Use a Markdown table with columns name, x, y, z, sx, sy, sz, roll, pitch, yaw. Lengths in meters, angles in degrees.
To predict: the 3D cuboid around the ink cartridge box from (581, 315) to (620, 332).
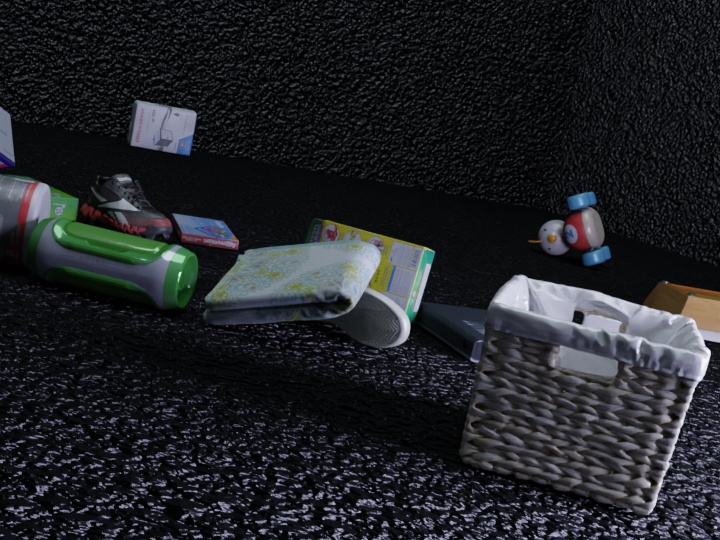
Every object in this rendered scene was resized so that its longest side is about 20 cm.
| name | x | y | z | sx | sy | sz | roll | pitch | yaw |
| --- | --- | --- | --- | --- | --- | --- | --- | --- | --- |
| ink cartridge box | 0.400 | 0.103 | 1.483 | 0.199 | 0.068 | 0.116 | 18 | 11 | 22 |

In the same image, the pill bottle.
| name | x | y | z | sx | sy | sz | roll | pitch | yaw |
| --- | --- | --- | --- | --- | --- | --- | --- | --- | --- |
| pill bottle | -0.514 | -0.074 | 1.268 | 0.199 | 0.115 | 0.114 | 10 | 10 | -9 |

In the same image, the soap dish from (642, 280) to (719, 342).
| name | x | y | z | sx | sy | sz | roll | pitch | yaw |
| --- | --- | --- | --- | --- | --- | --- | --- | --- | --- |
| soap dish | 0.666 | 0.082 | 1.871 | 0.199 | 0.082 | 0.157 | 9 | 10 | -9 |

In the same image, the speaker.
| name | x | y | z | sx | sy | sz | roll | pitch | yaw |
| --- | --- | --- | --- | --- | --- | --- | --- | --- | --- |
| speaker | -0.310 | -0.008 | 1.224 | 0.199 | 0.089 | 0.088 | 13 | 10 | 9 |

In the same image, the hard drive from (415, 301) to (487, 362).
| name | x | y | z | sx | sy | sz | roll | pitch | yaw |
| --- | --- | --- | --- | --- | --- | --- | --- | --- | --- |
| hard drive | 0.173 | 0.090 | 1.387 | 0.139 | 0.033 | 0.200 | 8 | 11 | -23 |

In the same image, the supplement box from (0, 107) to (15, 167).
| name | x | y | z | sx | sy | sz | roll | pitch | yaw |
| --- | --- | --- | --- | --- | --- | --- | --- | --- | --- |
| supplement box | -0.721 | -0.228 | 1.700 | 0.199 | 0.104 | 0.101 | -9 | -9 | -1 |

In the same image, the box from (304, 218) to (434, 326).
| name | x | y | z | sx | sy | sz | roll | pitch | yaw |
| --- | --- | --- | --- | --- | --- | --- | --- | --- | --- |
| box | 0.000 | 0.000 | 1.440 | 0.199 | 0.118 | 0.048 | 17 | 0 | 26 |

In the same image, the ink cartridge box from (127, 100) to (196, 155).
| name | x | y | z | sx | sy | sz | roll | pitch | yaw |
| --- | --- | --- | --- | --- | --- | --- | --- | --- | --- |
| ink cartridge box | -0.655 | -0.470 | 3.226 | 0.199 | 0.147 | 0.086 | 7 | 13 | -22 |

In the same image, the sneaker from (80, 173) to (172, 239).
| name | x | y | z | sx | sy | sz | roll | pitch | yaw |
| --- | --- | --- | --- | --- | --- | --- | --- | --- | --- |
| sneaker | -0.395 | -0.111 | 1.660 | 0.200 | 0.099 | 0.071 | 20 | 11 | 32 |

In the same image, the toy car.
| name | x | y | z | sx | sy | sz | roll | pitch | yaw |
| --- | --- | --- | --- | --- | --- | --- | --- | --- | --- |
| toy car | 0.538 | -0.093 | 2.590 | 0.199 | 0.186 | 0.177 | -16 | -1 | 23 |

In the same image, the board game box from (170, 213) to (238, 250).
| name | x | y | z | sx | sy | sz | roll | pitch | yaw |
| --- | --- | --- | --- | --- | --- | --- | --- | --- | --- |
| board game box | -0.290 | -0.073 | 1.797 | 0.102 | 0.020 | 0.200 | 7 | 11 | -17 |

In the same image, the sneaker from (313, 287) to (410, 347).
| name | x | y | z | sx | sy | sz | roll | pitch | yaw |
| --- | --- | --- | --- | --- | --- | --- | --- | --- | --- |
| sneaker | -0.001 | 0.047 | 1.297 | 0.199 | 0.075 | 0.084 | 19 | 17 | 37 |

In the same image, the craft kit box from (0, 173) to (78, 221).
| name | x | y | z | sx | sy | sz | roll | pitch | yaw |
| --- | --- | --- | --- | --- | --- | --- | --- | --- | --- |
| craft kit box | -0.619 | -0.131 | 1.673 | 0.199 | 0.049 | 0.197 | 2 | 17 | -45 |

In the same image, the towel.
| name | x | y | z | sx | sy | sz | roll | pitch | yaw |
| --- | --- | --- | --- | --- | --- | --- | --- | --- | --- |
| towel | -0.084 | 0.016 | 1.232 | 0.199 | 0.048 | 0.171 | -5 | 23 | 15 |

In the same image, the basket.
| name | x | y | z | sx | sy | sz | roll | pitch | yaw |
| --- | --- | --- | --- | --- | --- | --- | --- | --- | --- |
| basket | 0.213 | 0.111 | 0.942 | 0.197 | 0.162 | 0.200 | 14 | 9 | 14 |
